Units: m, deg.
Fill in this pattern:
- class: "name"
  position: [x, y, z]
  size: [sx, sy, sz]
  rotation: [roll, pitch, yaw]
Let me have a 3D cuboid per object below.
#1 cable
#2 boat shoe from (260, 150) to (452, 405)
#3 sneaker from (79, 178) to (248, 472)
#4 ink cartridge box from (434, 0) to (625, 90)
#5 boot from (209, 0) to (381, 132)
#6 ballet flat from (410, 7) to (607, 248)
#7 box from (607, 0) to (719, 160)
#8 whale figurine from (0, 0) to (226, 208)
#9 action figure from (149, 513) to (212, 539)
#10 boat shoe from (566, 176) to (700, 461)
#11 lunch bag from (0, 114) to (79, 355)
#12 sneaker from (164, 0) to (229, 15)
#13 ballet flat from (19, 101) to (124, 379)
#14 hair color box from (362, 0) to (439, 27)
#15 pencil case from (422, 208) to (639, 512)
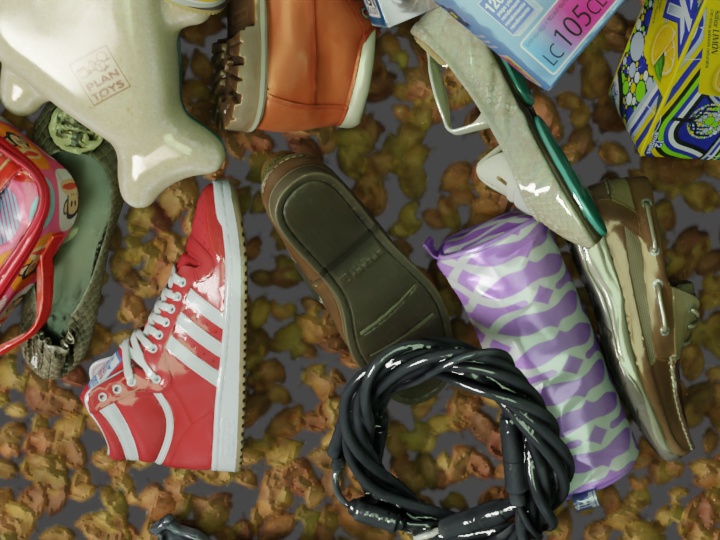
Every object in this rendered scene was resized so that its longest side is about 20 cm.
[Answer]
- class: "cable"
  position: [0.060, 0.123, 1.229]
  size: [0.163, 0.051, 0.200]
  rotation: [30, 136, 8]
- class: "boat shoe"
  position: [0.000, 0.000, 1.252]
  size: [0.072, 0.068, 0.200]
  rotation: [-32, 119, -4]
- class: "sneaker"
  position: [-0.132, 0.038, 1.252]
  size: [0.112, 0.071, 0.201]
  rotation: [1, 101, -5]
- class: "ink cartridge box"
  position: [0.076, -0.224, 1.119]
  size: [0.200, 0.076, 0.137]
  rotation: [39, 93, -10]
- class: "boot"
  position: [-0.037, -0.188, 1.227]
  size: [0.107, 0.075, 0.201]
  rotation: [3, 93, -21]
- class: "ballet flat"
  position: [0.093, -0.090, 1.222]
  size: [0.062, 0.067, 0.201]
  rotation: [-30, 71, 14]
- class: "box"
  position: [0.224, -0.168, 1.175]
  size: [0.064, 0.070, 0.201]
  rotation: [0, 132, -19]
- class: "whale figurine"
  position: [-0.159, -0.145, 1.206]
  size: [0.159, 0.104, 0.200]
  rotation: [-27, 102, 15]
- class: "action figure"
  position: [-0.084, 0.272, 1.277]
  size: [0.200, 0.105, 0.194]
  rotation: [31, 107, -4]
- class: "boat shoe"
  position: [0.195, 0.031, 1.257]
  size: [0.072, 0.076, 0.201]
  rotation: [-19, 101, 0]
- class: "lunch bag"
  position: [-0.281, -0.011, 1.220]
  size: [0.176, 0.082, 0.200]
  rotation: [37, 100, 7]
- class: "sneaker"
  position: [-0.089, -0.255, 1.152]
  size: [0.075, 0.201, 0.090]
  rotation: [10, 142, -24]
- class: "ballet flat"
  position: [-0.196, -0.024, 1.253]
  size: [0.067, 0.046, 0.201]
  rotation: [10, 99, -3]
- class: "hair color box"
  position: [0.021, -0.264, 1.175]
  size: [0.100, 0.061, 0.201]
  rotation: [-24, 103, -6]
- class: "pencil case"
  position: [0.118, 0.058, 1.257]
  size: [0.085, 0.084, 0.201]
  rotation: [-18, 98, 19]
